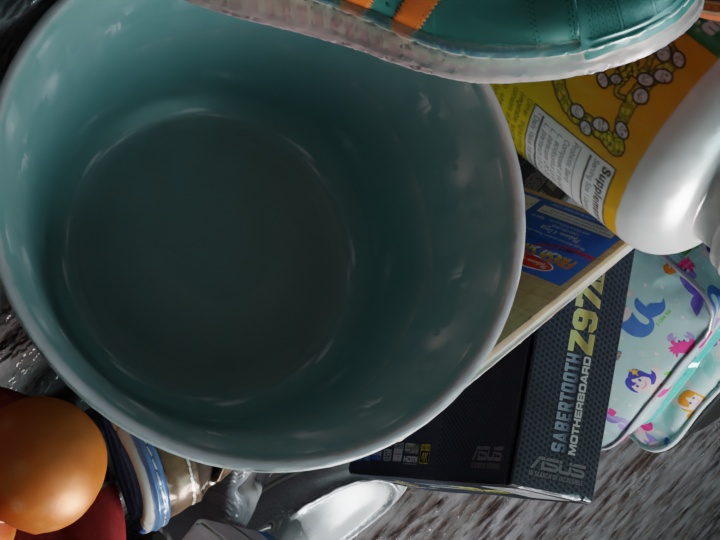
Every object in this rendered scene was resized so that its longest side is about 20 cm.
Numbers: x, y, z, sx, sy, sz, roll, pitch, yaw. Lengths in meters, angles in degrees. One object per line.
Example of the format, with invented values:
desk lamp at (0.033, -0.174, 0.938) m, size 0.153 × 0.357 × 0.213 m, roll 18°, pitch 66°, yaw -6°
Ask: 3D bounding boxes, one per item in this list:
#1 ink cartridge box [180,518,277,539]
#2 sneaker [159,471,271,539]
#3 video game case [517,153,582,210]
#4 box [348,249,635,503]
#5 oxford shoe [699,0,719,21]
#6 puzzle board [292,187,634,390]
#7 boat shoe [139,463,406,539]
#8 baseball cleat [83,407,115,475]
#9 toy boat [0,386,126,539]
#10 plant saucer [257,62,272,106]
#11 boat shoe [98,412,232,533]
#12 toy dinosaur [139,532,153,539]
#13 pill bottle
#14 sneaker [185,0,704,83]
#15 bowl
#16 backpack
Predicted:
ink cartridge box at (-0.077, 0.205, 1.074) m, size 0.145 × 0.084 × 0.200 m, roll -50°, pitch 169°, yaw -2°
sneaker at (-0.049, 0.071, 1.147) m, size 0.114 × 0.075 × 0.200 m, roll -34°, pitch 159°, yaw -36°
video game case at (0.089, -0.079, 1.035) m, size 0.143 × 0.019 × 0.200 m, roll -49°, pitch -159°, yaw 7°
box at (0.063, 0.032, 1.096) m, size 0.200 × 0.051 × 0.159 m, roll -6°, pitch -109°, yaw 67°
oxford shoe at (0.068, -0.154, 0.730) m, size 0.071 × 0.200 × 0.073 m, roll -52°, pitch 160°, yaw 1°
puzzle board at (0.000, 0.000, 0.939) m, size 0.150 × 0.199 × 0.017 m, roll -36°, pitch 128°, yaw -29°
boat shoe at (-0.055, 0.166, 1.243) m, size 0.200 × 0.072 × 0.070 m, roll -28°, pitch 134°, yaw 6°
baseball cleat at (-0.143, 0.146, 0.981) m, size 0.200 × 0.106 × 0.070 m, roll -51°, pitch 160°, yaw -41°
toy boat at (-0.151, 0.094, 0.845) m, size 0.130 × 0.131 × 0.200 m, roll -32°, pitch 169°, yaw 21°
plant saucer at (0.019, -0.131, 0.940) m, size 0.200 × 0.034 × 0.201 m, roll -40°, pitch 161°, yaw -17°
boat shoe at (-0.075, 0.056, 0.953) m, size 0.072 × 0.073 × 0.200 m, roll -14°, pitch -167°, yaw -3°
toy dinosaur at (-0.174, 0.171, 1.064) m, size 0.200 × 0.102 × 0.077 m, roll -45°, pitch 168°, yaw -31°
pill bottle at (0.114, -0.078, 0.881) m, size 0.113 × 0.200 × 0.113 m, roll -41°, pitch 159°, yaw -19°
sneaker at (0.013, -0.118, 0.705) m, size 0.080 × 0.199 × 0.072 m, roll 79°, pitch 31°, yaw -45°
bowl at (-0.049, -0.016, 0.823) m, size 0.201 × 0.201 × 0.105 m, roll -39°, pitch -179°, yaw -21°
backpack at (0.145, -0.013, 1.212) m, size 0.150 × 0.200 × 0.178 m, roll -24°, pitch 157°, yaw -42°
